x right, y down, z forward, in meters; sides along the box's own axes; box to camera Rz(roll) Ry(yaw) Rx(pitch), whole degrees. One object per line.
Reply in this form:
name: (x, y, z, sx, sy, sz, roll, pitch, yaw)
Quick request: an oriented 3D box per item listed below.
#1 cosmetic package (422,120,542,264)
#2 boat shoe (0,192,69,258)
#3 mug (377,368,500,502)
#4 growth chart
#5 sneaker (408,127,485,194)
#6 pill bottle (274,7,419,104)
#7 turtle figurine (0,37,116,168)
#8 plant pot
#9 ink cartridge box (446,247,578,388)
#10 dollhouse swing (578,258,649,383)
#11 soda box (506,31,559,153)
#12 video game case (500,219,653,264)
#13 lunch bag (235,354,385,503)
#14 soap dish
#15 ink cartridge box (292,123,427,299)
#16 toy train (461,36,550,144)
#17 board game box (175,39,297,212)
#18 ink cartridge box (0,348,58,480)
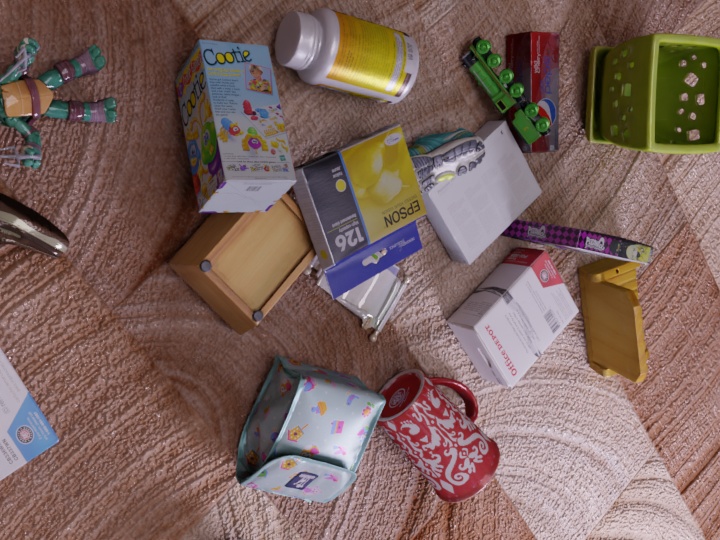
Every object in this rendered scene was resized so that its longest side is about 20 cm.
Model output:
cosmetic package: (0.199, -0.132, 1.548, 0.200, 0.052, 0.151, -43, 118, -21)
boat shoe: (-0.463, -0.060, 1.135, 0.202, 0.075, 0.075, 32, 93, -25)
mug: (0.118, 0.256, 1.530, 0.133, 0.178, 0.200, -35, 115, 17)
growth chart: (0.000, 0.000, 1.460, 0.200, 0.018, 0.145, 44, 73, -29)
sneaker: (0.100, -0.173, 1.469, 0.199, 0.080, 0.078, -19, 130, -11)
pill bottle: (-0.020, -0.316, 1.349, 0.199, 0.109, 0.110, 8, 93, -33)
turtle figurine: (-0.402, -0.212, 1.129, 0.199, 0.100, 0.151, -24, 125, -43)
plant pot: (0.516, -0.311, 1.647, 0.199, 0.181, 0.201, -4, 99, -32)
ink cartridge box: (0.265, 0.079, 1.600, 0.200, 0.083, 0.147, -43, 116, -21)
dollhouse swing: (0.507, 0.088, 1.702, 0.181, 0.175, 0.202, -17, 105, -29)
soda box: (0.294, -0.303, 1.577, 0.070, 0.063, 0.202, -7, 100, -32)
video game case: (0.363, -0.052, 1.576, 0.180, 0.200, 0.036, 10, 93, -33)
lunch bag: (-0.080, 0.250, 1.386, 0.170, 0.122, 0.201, 21, 94, -35)
soap dish: (-0.152, -0.029, 1.323, 0.200, 0.081, 0.157, -50, 119, -16)
ink cartridge box: (0.009, -0.088, 1.356, 0.197, 0.047, 0.201, -30, 106, -34)
toy train: (0.239, -0.294, 1.521, 0.056, 0.042, 0.200, -37, 93, 19)
board game box: (-0.169, -0.189, 1.230, 0.104, 0.103, 0.202, -2, 71, -32)
ink cartridge box: (-0.496, 0.187, 1.095, 0.199, 0.146, 0.147, -35, 113, -23)
